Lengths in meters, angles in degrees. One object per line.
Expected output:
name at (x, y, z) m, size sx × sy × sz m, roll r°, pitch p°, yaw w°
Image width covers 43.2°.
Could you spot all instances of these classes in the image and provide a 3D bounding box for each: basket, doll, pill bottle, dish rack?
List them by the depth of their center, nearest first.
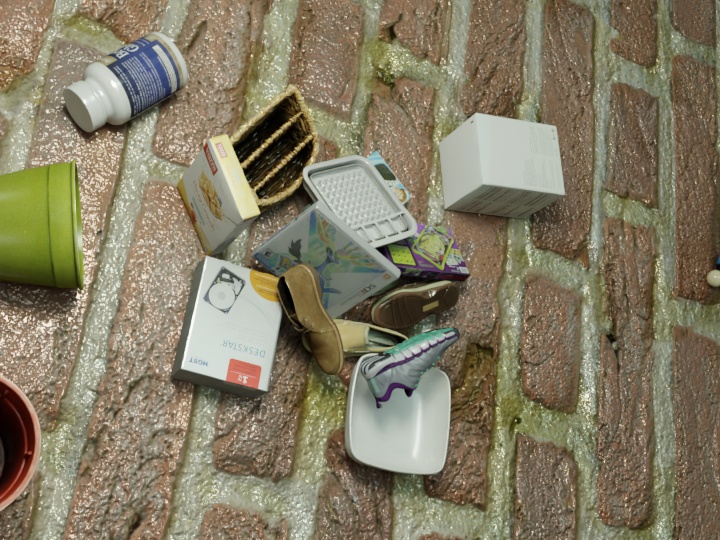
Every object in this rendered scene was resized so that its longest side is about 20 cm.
pill bottle at (-0.406, -0.321, 1.568) m, size 0.200 × 0.111 × 0.111 m, roll -39°, pitch 93°, yaw -31°
basket at (-0.158, -0.203, 1.633) m, size 0.143 × 0.149 × 0.200 m, roll 47°, pitch 59°, yaw -5°
dish rack at (-0.007, -0.117, 1.663) m, size 0.170 × 0.044 × 0.201 m, roll -18°, pitch 65°, yaw -39°
doll at (0.898, 0.008, 2.151) m, size 0.198 × 0.048 × 0.138 m, roll -9°, pitch 77°, yaw -29°

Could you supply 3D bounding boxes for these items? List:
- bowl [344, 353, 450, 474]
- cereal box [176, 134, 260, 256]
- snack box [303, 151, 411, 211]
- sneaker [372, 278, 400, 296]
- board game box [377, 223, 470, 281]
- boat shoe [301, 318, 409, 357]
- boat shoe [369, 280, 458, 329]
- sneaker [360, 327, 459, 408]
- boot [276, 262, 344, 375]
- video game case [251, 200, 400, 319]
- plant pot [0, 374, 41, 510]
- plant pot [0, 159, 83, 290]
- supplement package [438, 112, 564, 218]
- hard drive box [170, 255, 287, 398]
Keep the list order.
bowl at (0.058, 0.262, 1.629) m, size 0.198 × 0.075 × 0.202 m, roll 15°, pitch 67°, yaw -22°
cereal box at (-0.243, -0.122, 1.532) m, size 0.039 × 0.200 × 0.145 m, roll -20°, pitch 82°, yaw -30°
snack box at (-0.004, -0.129, 1.749) m, size 0.200 × 0.037 × 0.117 m, roll -42°, pitch 96°, yaw -31°
sneaker at (0.000, 0.000, 1.673) m, size 0.198 × 0.090 × 0.068 m, roll -2°, pitch 64°, yaw -27°
board game box at (0.111, -0.040, 1.736) m, size 0.198 × 0.032 × 0.121 m, roll 7°, pitch 53°, yaw -36°
boat shoe at (-0.006, 0.119, 1.642) m, size 0.198 × 0.076 × 0.073 m, roll 3°, pitch 75°, yaw -23°
boat shoe at (0.090, 0.060, 1.718) m, size 0.201 × 0.075 × 0.076 m, roll -10°, pitch 111°, yaw -36°
sneaker at (0.095, 0.169, 1.606) m, size 0.198 × 0.074 × 0.088 m, roll -22°, pitch 97°, yaw -20°
boot at (-0.090, 0.093, 1.555) m, size 0.075 × 0.073 × 0.202 m, roll -25°, pitch 95°, yaw -54°
video game case at (-0.061, -0.012, 1.581) m, size 0.200 × 0.182 × 0.022 m, roll 40°, pitch 40°, yaw -22°
plant pot at (-0.555, 0.252, 1.253) m, size 0.199 × 0.195 × 0.203 m, roll 8°, pitch 69°, yaw -23°
plant pot at (-0.528, -0.064, 1.390) m, size 0.190 × 0.200 × 0.203 m, roll -4°, pitch 75°, yaw -15°
supplement package at (0.286, -0.209, 1.856) m, size 0.198 × 0.150 × 0.154 m, roll 4°, pitch 72°, yaw -26°
hard drive box at (-0.220, 0.098, 1.543) m, size 0.154 × 0.077 × 0.202 m, roll 17°, pitch 67°, yaw -20°
